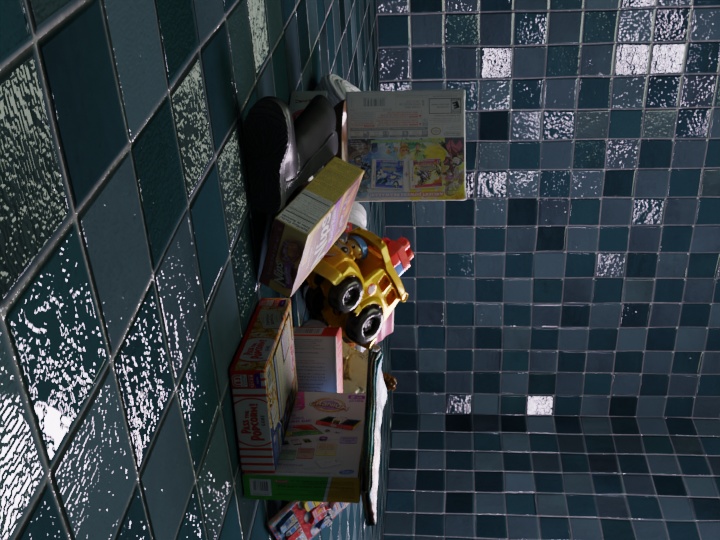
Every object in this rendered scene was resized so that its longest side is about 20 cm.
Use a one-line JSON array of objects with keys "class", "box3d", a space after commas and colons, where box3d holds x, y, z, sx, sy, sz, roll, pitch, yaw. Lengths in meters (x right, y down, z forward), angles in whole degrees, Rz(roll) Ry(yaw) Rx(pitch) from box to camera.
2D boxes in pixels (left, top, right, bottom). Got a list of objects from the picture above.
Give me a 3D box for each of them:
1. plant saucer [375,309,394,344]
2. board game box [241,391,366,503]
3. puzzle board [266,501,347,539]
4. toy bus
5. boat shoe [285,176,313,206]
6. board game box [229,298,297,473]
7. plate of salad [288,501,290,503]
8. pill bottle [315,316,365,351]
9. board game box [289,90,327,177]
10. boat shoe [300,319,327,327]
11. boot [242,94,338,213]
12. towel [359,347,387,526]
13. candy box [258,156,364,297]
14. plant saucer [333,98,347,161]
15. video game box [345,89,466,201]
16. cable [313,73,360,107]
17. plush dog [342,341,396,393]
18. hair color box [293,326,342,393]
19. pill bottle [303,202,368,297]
[{"class": "plant saucer", "box3d": [0.040, 0.040, 1.704, 0.201, 0.051, 0.201, 3, 90, -88]}, {"class": "board game box", "box3d": [-0.066, 0.235, 1.233, 0.200, 0.153, 0.040, -77, 167, -64]}, {"class": "puzzle board", "box3d": [-0.067, 0.372, 1.399, 0.017, 0.151, 0.200, 43, -18, 25]}, {"class": "toy bus", "box3d": [0.000, 0.000, 1.488, 0.192, 0.136, 0.200, -45, 139, -14]}, {"class": "boat shoe", "box3d": [-0.095, -0.110, 1.397, 0.200, 0.071, 0.070, 53, 36, -65]}, {"class": "board game box", "box3d": [-0.123, 0.146, 1.194, 0.200, 0.046, 0.152, -77, 166, -66]}, {"class": "plate of salad", "box3d": [-0.089, 0.364, 1.535, 0.200, 0.048, 0.201, 0, 90, -84]}, {"class": "pill bottle", "box3d": [-0.037, 0.093, 1.772, 0.106, 0.106, 0.201, -41, 130, -83]}, {"class": "board game box", "box3d": [-0.082, -0.180, 1.529, 0.200, 0.064, 0.148, 86, 6, -48]}, {"class": "boat shoe", "box3d": [-0.080, 0.172, 1.493, 0.068, 0.075, 0.201, 78, 11, -70]}, {"class": "boot", "box3d": [-0.084, -0.191, 1.225, 0.200, 0.066, 0.165, -50, 156, -50]}, {"class": "towel", "box3d": [0.018, 0.225, 1.217, 0.147, 0.022, 0.200, 83, 10, -58]}, {"class": "candy box", "box3d": [-0.068, -0.065, 1.284, 0.200, 0.056, 0.117, -52, 166, -50]}, {"class": "plant saucer", "box3d": [-0.035, -0.191, 1.535, 0.200, 0.032, 0.201, 0, 90, -85]}, {"class": "video game box", "box3d": [0.076, -0.206, 1.503, 0.047, 0.199, 0.183, -39, 129, -86]}, {"class": "cable", "box3d": [-0.013, -0.296, 1.754, 0.200, 0.069, 0.200, 34, 22, -39]}, {"class": "plush dog", "box3d": [-0.035, 0.230, 1.649, 0.172, 0.160, 0.200, 117, -22, -44]}, {"class": "hair color box", "box3d": [-0.079, 0.188, 1.370, 0.061, 0.101, 0.201, -60, 151, -79]}, {"class": "pill bottle", "box3d": [-0.042, -0.029, 1.675, 0.116, 0.115, 0.200, 82, 9, -54]}]
